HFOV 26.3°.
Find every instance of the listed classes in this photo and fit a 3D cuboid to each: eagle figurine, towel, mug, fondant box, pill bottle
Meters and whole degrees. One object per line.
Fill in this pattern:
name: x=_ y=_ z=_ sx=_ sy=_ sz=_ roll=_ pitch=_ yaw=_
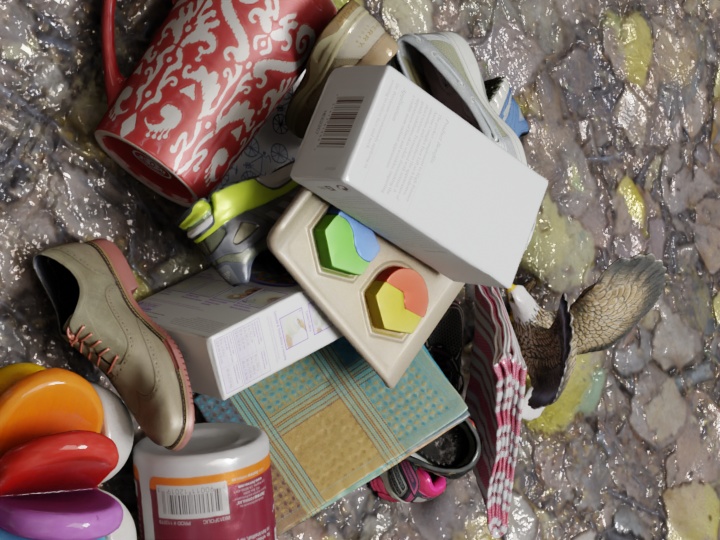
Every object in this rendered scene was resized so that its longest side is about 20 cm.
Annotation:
eagle figurine: x=0.188 y=0.061 z=1.479 sx=0.150 sy=0.199 sz=0.153 roll=19 pitch=75 yaw=-36
towel: x=-0.026 y=0.118 z=1.340 sx=0.199 sy=0.022 sz=0.147 roll=-32 pitch=76 yaw=-8
mug: x=-0.140 y=-0.171 z=1.303 sx=0.201 sy=0.177 sz=0.134 roll=-58 pitch=152 yaw=-14
fondant box: x=-0.087 y=0.033 z=1.298 sx=0.199 sy=0.144 sz=0.059 roll=-28 pitch=114 yaw=-36
towel: x=0.117 y=0.124 z=1.422 sx=0.030 sy=0.147 sz=0.201 roll=-1 pitch=121 yaw=-7
pill bottle: x=-0.123 y=0.236 z=1.271 sx=0.114 sy=0.114 sz=0.202 roll=-11 pitch=102 yaw=-38

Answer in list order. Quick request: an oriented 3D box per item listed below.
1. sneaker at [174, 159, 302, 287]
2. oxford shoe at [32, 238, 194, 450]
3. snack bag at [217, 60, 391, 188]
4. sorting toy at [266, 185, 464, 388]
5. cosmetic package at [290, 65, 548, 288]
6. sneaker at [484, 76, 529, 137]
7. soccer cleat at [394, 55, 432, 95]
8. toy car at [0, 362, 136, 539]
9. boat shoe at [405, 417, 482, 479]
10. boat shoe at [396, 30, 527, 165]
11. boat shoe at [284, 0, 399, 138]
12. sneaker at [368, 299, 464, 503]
sneaker: x=-0.063 y=-0.042 z=1.289 sx=0.199 sy=0.074 sz=0.081 roll=-25 pitch=87 yaw=-41
oxford shoe: x=-0.199 y=0.061 z=1.215 sx=0.074 sy=0.071 sz=0.200 roll=-4 pitch=49 yaw=-46
snack bag: x=-0.051 y=-0.147 z=1.423 sx=0.199 sy=0.021 sz=0.190 roll=13 pitch=78 yaw=-37
sorting toy: x=0.030 y=-0.030 z=1.271 sx=0.186 sy=0.036 sz=0.200 roll=-54 pitch=127 yaw=-22
cosmetic package: x=0.050 y=-0.072 z=1.222 sx=0.200 sy=0.074 sz=0.102 roll=33 pitch=74 yaw=-37
sneaker: x=0.112 y=-0.096 z=1.511 sx=0.089 sy=0.078 sz=0.201 roll=47 pitch=60 yaw=-22
soccer cleat: x=0.041 y=-0.120 z=1.450 sx=0.081 sy=0.067 sz=0.201 roll=40 pitch=46 yaw=-33
toy car: x=-0.239 y=0.170 z=1.169 sx=0.174 sy=0.149 sz=0.202 roll=1 pitch=86 yaw=-38
boat shoe: x=0.020 y=0.119 z=1.383 sx=0.200 sy=0.063 sz=0.074 roll=31 pitch=79 yaw=2
boat shoe: x=0.091 y=-0.128 z=1.408 sx=0.064 sy=0.074 sz=0.203 roll=-6 pitch=70 yaw=-42
boat shoe: x=-0.015 y=-0.153 z=1.317 sx=0.064 sy=0.200 sz=0.071 roll=36 pitch=70 yaw=2
sneaker: x=0.070 y=0.123 z=1.462 sx=0.080 sy=0.074 sz=0.202 roll=21 pitch=73 yaw=-35
